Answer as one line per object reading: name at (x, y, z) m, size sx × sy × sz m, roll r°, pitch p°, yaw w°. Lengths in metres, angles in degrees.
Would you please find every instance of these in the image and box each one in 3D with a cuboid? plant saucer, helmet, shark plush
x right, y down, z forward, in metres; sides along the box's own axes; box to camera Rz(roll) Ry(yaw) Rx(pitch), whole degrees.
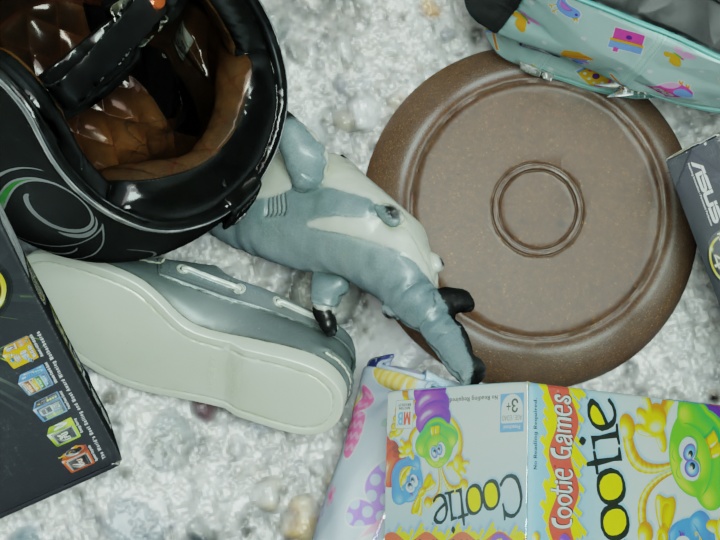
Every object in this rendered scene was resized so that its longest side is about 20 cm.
plant saucer at (0.100, -0.033, 1.288) m, size 0.198 × 0.034 × 0.202 m, roll 1°, pitch 82°, yaw -5°
helmet at (-0.146, -0.103, 1.199) m, size 0.198 × 0.190 × 0.202 m, roll -4°, pitch 98°, yaw -31°
shark plush at (0.000, 0.000, 1.237) m, size 0.200 × 0.091 × 0.083 m, roll 41°, pitch 93°, yaw 18°

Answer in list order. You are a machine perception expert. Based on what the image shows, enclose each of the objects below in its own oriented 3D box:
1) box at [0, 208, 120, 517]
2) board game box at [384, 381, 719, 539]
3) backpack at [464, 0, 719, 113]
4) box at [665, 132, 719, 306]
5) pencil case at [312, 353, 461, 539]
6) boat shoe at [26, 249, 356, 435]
box at (-0.231, 0.058, 1.169) m, size 0.160 × 0.201 × 0.049 m, roll -22°, pitch 46°, yaw -3°
board game box at (0.118, 0.119, 1.183) m, size 0.199 × 0.104 × 0.104 m, roll 8°, pitch 79°, yaw -43°
backpack at (0.170, -0.179, 1.246) m, size 0.198 × 0.154 × 0.177 m, roll 19°, pitch 67°, yaw 1°
box at (0.266, 0.009, 1.251) m, size 0.160 × 0.049 × 0.202 m, roll -15°, pitch 83°, yaw -39°
pencil case at (0.015, 0.152, 1.229) m, size 0.083 × 0.091 × 0.202 m, roll 20°, pitch 83°, yaw -17°
boat shoe at (-0.095, 0.029, 1.261) m, size 0.198 × 0.073 × 0.062 m, roll 21°, pitch 38°, yaw 5°
